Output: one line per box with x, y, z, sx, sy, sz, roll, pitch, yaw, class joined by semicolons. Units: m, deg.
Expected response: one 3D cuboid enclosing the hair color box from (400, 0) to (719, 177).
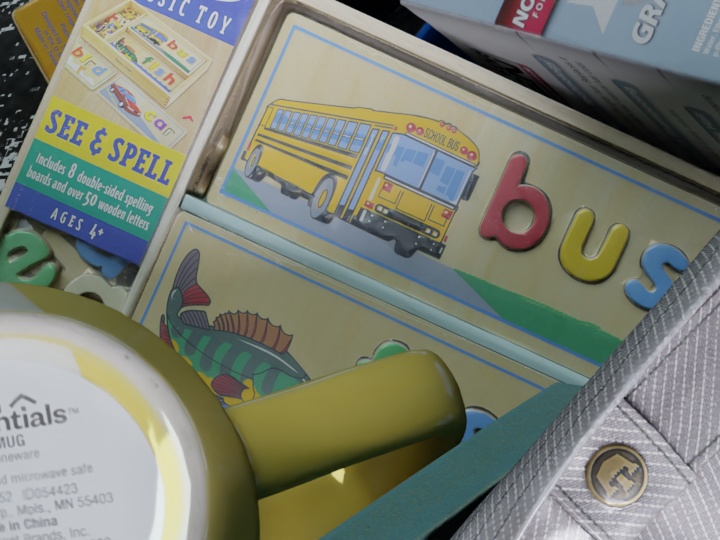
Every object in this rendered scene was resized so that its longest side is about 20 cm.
0.121;-0.056;0.730;0.200;0.099;0.061;18;80;37;hair color box

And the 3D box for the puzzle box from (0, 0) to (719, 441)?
0.000;0.000;0.763;0.199;0.025;0.133;24;93;2;puzzle box

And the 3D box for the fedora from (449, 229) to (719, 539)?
0.082;0.067;0.648;0.090;0.177;0.200;40;72;11;fedora

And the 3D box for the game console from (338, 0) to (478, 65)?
-0.001;-0.075;0.906;0.170;0.119;0.200;7;43;35;game console

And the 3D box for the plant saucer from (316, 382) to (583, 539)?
0.006;0.072;0.651;0.019;0.200;0.070;39;113;11;plant saucer

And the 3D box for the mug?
-0.081;0.063;0.667;0.149;0.153;0.187;35;63;3;mug

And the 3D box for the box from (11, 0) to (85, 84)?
-0.027;-0.125;1.003;0.200;0.042;0.119;-32;2;1;box
